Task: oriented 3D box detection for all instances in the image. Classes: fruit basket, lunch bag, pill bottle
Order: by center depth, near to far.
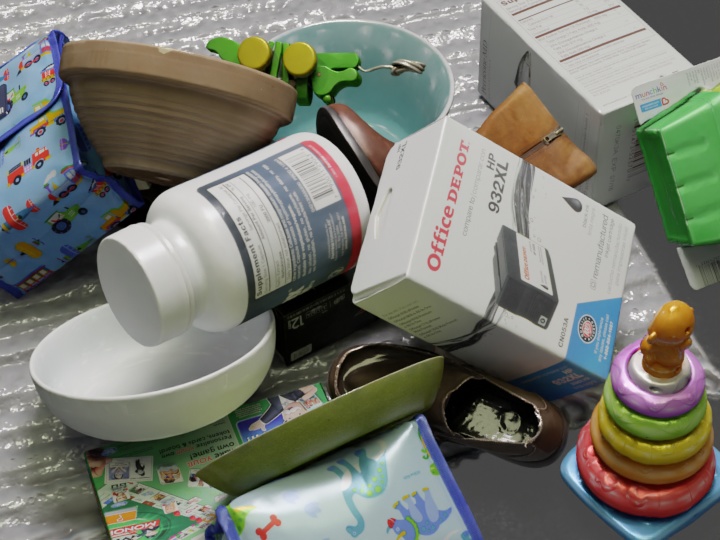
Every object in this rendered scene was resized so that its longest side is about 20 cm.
[{"bbox_3d":[0.006,0.229,1.142,0.168,0.128,0.202,-22,78,-16],"label":"lunch bag"},{"bbox_3d":[-0.100,-0.021,1.289,0.199,0.121,0.119,-26,49,-32],"label":"pill bottle"},{"bbox_3d":[-0.294,-0.106,1.437,0.150,0.094,0.201,-34,56,16],"label":"lunch bag"},{"bbox_3d":[0.348,-0.103,1.441,0.198,0.187,0.094,-21,8,-16],"label":"fruit basket"}]

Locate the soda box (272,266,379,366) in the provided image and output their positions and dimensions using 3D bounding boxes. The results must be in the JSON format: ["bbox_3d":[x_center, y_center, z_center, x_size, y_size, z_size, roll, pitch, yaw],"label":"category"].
[{"bbox_3d":[0.000,0.000,1.409,0.199,0.064,0.071,-26,50,-23],"label":"soda box"}]

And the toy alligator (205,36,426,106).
[{"bbox_3d":[-0.043,-0.167,1.439,0.197,0.059,0.055,9,86,10],"label":"toy alligator"}]

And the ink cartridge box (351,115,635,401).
[{"bbox_3d":[0.108,-0.007,1.294,0.199,0.083,0.147,27,63,-23],"label":"ink cartridge box"}]

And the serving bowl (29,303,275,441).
[{"bbox_3d":[-0.160,0.083,1.310,0.197,0.067,0.200,-8,22,3],"label":"serving bowl"}]

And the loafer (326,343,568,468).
[{"bbox_3d":[0.066,0.097,1.288,0.198,0.071,0.074,12,77,13],"label":"loafer"}]

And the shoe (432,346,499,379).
[{"bbox_3d":[0.114,0.025,1.386,0.069,0.054,0.201,18,50,19],"label":"shoe"}]

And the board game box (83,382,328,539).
[{"bbox_3d":[-0.102,0.169,1.270,0.198,0.029,0.135,-15,47,-13],"label":"board game box"}]

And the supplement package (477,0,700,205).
[{"bbox_3d":[0.209,-0.175,1.538,0.116,0.118,0.200,-22,48,-19],"label":"supplement package"}]

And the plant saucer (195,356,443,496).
[{"bbox_3d":[-0.023,0.118,1.187,0.198,0.200,0.031,-23,83,-20],"label":"plant saucer"}]

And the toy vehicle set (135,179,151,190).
[{"bbox_3d":[-0.266,-0.114,1.513,0.198,0.027,0.125,-6,43,24],"label":"toy vehicle set"}]

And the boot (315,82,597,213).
[{"bbox_3d":[0.082,-0.107,1.393,0.199,0.069,0.188,-38,78,-26],"label":"boot"}]

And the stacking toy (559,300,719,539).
[{"bbox_3d":[0.217,0.095,1.210,0.115,0.201,0.110,-29,51,-24],"label":"stacking toy"}]

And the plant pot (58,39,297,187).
[{"bbox_3d":[-0.156,-0.120,1.354,0.198,0.201,0.094,9,85,11],"label":"plant pot"}]

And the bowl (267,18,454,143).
[{"bbox_3d":[-0.012,-0.130,1.509,0.198,0.106,0.202,-2,45,2],"label":"bowl"}]

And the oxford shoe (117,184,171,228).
[{"bbox_3d":[-0.136,-0.052,1.466,0.198,0.073,0.085,2,46,21],"label":"oxford shoe"}]
